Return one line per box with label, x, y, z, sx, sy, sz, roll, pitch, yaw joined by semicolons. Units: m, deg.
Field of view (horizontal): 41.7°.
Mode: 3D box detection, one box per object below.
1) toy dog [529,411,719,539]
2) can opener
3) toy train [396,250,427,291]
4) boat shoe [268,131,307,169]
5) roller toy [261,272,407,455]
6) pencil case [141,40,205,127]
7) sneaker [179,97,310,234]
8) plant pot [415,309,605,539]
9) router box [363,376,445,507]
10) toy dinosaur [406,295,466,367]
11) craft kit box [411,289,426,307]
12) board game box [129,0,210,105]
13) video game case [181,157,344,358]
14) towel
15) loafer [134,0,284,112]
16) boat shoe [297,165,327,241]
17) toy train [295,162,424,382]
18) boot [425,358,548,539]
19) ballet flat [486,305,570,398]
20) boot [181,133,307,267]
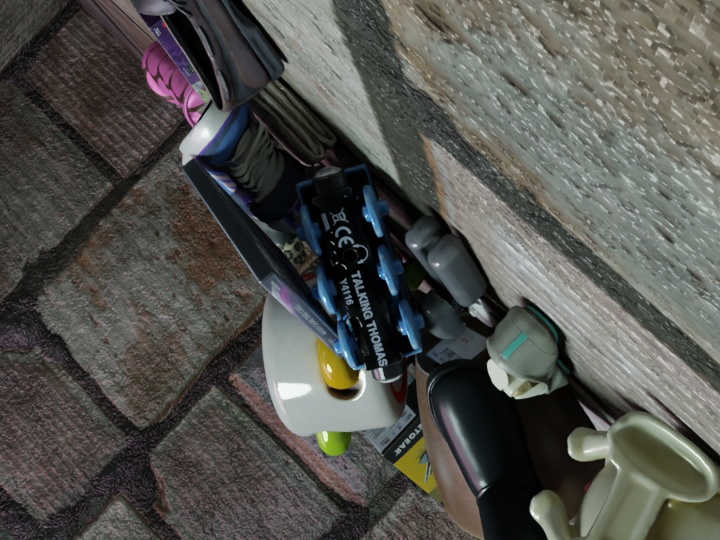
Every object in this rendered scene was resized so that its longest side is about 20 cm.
toy dog;0.232;0.194;0.732;0.193;0.140;0.200;18;174;9
can opener;0.075;0.019;0.839;0.053;0.067;0.200;42;178;26
toy train;0.030;-0.014;1.110;0.115;0.085;0.200;28;173;-8
boat shoe;-0.093;-0.129;1.192;0.200;0.071;0.063;48;-170;-5
roller toy;-0.019;0.085;1.042;0.200;0.139;0.183;68;-162;-47
pencil case;-0.202;-0.224;1.159;0.200;0.090;0.094;-135;36;-56
sneaker;-0.089;-0.097;0.884;0.146;0.081;0.200;32;169;-8
plant pot;0.135;0.143;0.973;0.187;0.187;0.201;41;164;54
router box;0.124;0.175;1.151;0.157;0.200;0.052;44;179;-38
toy dinosaur;0.084;0.070;1.101;0.047;0.089;0.200;3;175;-25
craft kit box;0.096;0.073;1.280;0.200;0.049;0.197;28;-173;-42
board game box;-0.203;-0.251;0.949;0.200;0.032;0.120;53;174;40
video game case;-0.080;-0.005;0.860;0.143;0.019;0.200;53;180;30
towel;-0.084;-0.156;0.929;0.133;0.034;0.200;45;178;-6
loafer;-0.129;-0.190;0.679;0.072;0.063;0.200;42;177;44
boat shoe;-0.025;-0.070;1.003;0.200;0.065;0.072;136;118;-76
toy train;0.000;0.000;0.858;0.114;0.086;0.201;-81;-27;-78
boot;0.125;0.192;0.822;0.168;0.076;0.201;-93;-22;-69
ballet flat;0.141;0.080;0.830;0.067;0.064;0.200;43;178;22
boot;-0.138;-0.079;1.108;0.203;0.073;0.155;9;118;58
